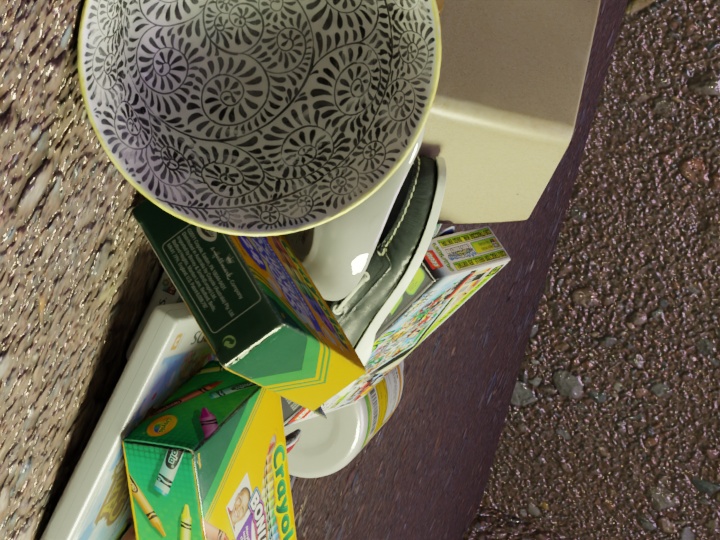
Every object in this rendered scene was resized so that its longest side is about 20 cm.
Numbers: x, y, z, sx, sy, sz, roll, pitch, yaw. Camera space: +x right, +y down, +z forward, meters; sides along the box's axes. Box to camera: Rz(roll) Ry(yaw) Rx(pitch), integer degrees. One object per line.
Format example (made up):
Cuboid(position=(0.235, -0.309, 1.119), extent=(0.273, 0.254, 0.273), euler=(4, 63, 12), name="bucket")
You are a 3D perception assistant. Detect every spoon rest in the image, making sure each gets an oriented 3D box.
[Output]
Cuboid(position=(-0.004, -0.063, 1.449), extent=(0.100, 0.060, 0.201), euler=(65, -35, 34), name="spoon rest")

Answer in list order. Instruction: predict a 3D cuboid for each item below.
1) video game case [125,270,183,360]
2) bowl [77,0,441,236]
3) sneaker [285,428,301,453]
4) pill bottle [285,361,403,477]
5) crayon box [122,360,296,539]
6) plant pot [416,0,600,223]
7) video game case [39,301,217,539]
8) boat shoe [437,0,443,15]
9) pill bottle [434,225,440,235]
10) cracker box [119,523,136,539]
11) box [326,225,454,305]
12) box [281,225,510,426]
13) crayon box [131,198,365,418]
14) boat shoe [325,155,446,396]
Cuboid(position=(-0.111, 0.012, 1.532), extent=(0.200, 0.023, 0.183), euler=(80, 32, -71), name="video game case")
Cuboid(position=(-0.060, -0.128, 1.179), extent=(0.094, 0.199, 0.203), euler=(-123, -129, -73), name="bowl")
Cuboid(position=(-0.093, 0.131, 1.599), extent=(0.113, 0.071, 0.200), euler=(-58, -173, 16), name="sneaker")
Cuboid(position=(-0.024, 0.107, 1.909), extent=(0.200, 0.110, 0.112), euler=(-39, 148, -70), name="pill bottle")
Cuboid(position=(-0.097, 0.178, 1.431), extent=(0.119, 0.058, 0.202), euler=(-44, 134, -54), name="crayon box")
Cuboid(position=(0.070, -0.147, 1.563), extent=(0.200, 0.175, 0.202), euler=(113, -9, -62), name="plant pot")
Cuboid(position=(-0.145, 0.111, 1.450), extent=(0.201, 0.022, 0.182), euler=(-63, 168, 9), name="video game case")
Cuboid(position=(-0.027, -0.115, 1.336), extent=(0.201, 0.072, 0.072), euler=(-57, 163, 26), name="boat shoe")
Cuboid(position=(0.001, -0.052, 1.731), extent=(0.200, 0.112, 0.114), euler=(-21, 131, -77), name="pill bottle")
Cuboid(position=(-0.182, 0.289, 1.518), extent=(0.134, 0.057, 0.201), euler=(-52, 165, -31), name="cracker box")
Cuboid(position=(-0.015, 0.025, 1.630), extent=(0.199, 0.033, 0.121), euler=(-33, 165, -6), name="box")
Cuboid(position=(0.017, 0.044, 1.631), extent=(0.200, 0.035, 0.110), euler=(-45, 163, 33), name="box")
Cuboid(position=(-0.065, 0.019, 1.393), extent=(0.051, 0.126, 0.200), euler=(-35, 159, 7), name="crayon box")
Cuboid(position=(0.000, 0.000, 1.513), extent=(0.076, 0.060, 0.201), euler=(-101, -146, -66), name="boat shoe")
